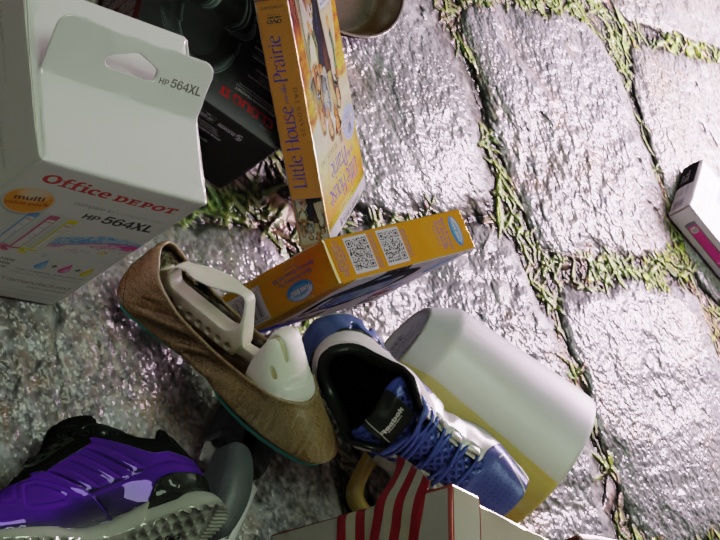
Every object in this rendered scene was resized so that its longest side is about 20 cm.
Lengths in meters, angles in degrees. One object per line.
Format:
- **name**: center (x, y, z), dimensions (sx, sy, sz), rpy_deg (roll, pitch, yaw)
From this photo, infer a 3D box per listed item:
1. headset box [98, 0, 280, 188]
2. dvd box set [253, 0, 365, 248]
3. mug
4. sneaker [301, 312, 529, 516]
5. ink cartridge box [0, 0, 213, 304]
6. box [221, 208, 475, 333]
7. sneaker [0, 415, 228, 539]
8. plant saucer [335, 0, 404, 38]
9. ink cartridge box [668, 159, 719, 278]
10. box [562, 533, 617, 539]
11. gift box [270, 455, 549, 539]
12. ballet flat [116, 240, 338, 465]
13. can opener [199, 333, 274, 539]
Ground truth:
- **headset box**: center (-0.131, -0.175, 1.209), dimensions (0.149, 0.077, 0.200), rpy_deg (34, 45, -30)
- **dvd box set**: center (-0.037, -0.136, 1.227), dimensions (0.146, 0.029, 0.201), rpy_deg (-62, 145, -65)
- **mug**: center (0.078, 0.120, 1.217), dimensions (0.153, 0.149, 0.187), rpy_deg (42, 35, -10)
- **sneaker**: center (0.031, 0.118, 1.108), dimensions (0.199, 0.081, 0.115), rpy_deg (43, 4, -6)
- **ink cartridge box**: center (-0.197, -0.079, 0.980), dimensions (0.128, 0.200, 0.126), rpy_deg (13, 59, -43)
- **box**: center (0.000, 0.000, 1.215), dimensions (0.200, 0.119, 0.042), rpy_deg (-12, 77, -50)
- **sneaker**: center (-0.190, 0.142, 0.971), dimensions (0.200, 0.070, 0.100), rpy_deg (-3, 50, -39)
- **plant saucer**: center (-0.039, -0.298, 1.419), dimensions (0.200, 0.032, 0.201), rpy_deg (27, 49, -36)
- **ink cartridge box**: center (0.433, -0.026, 1.774), dimensions (0.200, 0.037, 0.095), rpy_deg (46, 40, -15)
- **box**: center (0.177, 0.322, 1.232), dimensions (0.075, 0.100, 0.201), rpy_deg (18, 56, -41)
- **gift box**: center (0.033, 0.248, 1.064), dimensions (0.187, 0.184, 0.201), rpy_deg (31, 43, -44)
- **ballet flat**: center (-0.084, 0.050, 1.074), dimensions (0.200, 0.072, 0.068), rpy_deg (42, 32, 15)
- **can opener**: center (-0.076, 0.121, 1.100), dimensions (0.053, 0.067, 0.200), rpy_deg (45, 42, -20)
